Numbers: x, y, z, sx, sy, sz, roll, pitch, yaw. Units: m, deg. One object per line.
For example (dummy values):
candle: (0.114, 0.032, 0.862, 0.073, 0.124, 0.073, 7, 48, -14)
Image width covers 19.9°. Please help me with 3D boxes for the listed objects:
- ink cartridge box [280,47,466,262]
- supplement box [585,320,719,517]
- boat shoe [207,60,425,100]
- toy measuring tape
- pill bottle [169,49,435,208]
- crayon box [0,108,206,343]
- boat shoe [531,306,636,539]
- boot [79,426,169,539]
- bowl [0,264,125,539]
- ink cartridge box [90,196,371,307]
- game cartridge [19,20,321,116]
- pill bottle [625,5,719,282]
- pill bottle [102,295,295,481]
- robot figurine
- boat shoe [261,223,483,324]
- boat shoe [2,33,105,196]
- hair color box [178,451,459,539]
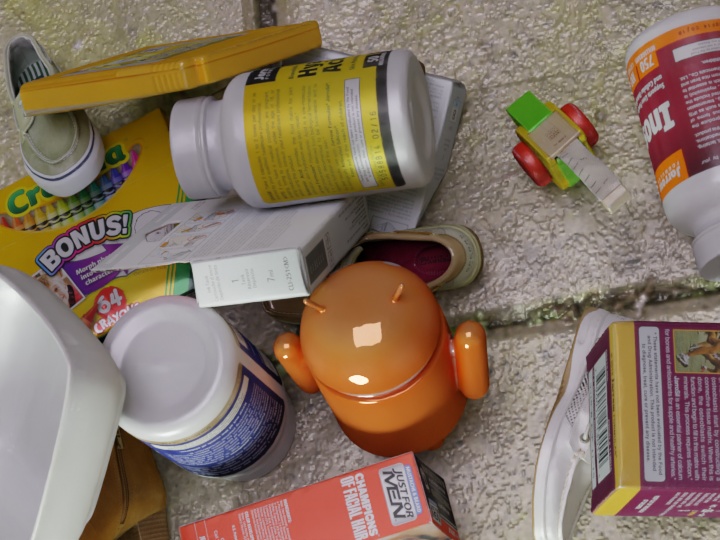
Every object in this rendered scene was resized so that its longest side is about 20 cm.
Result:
ink cartridge box: (-0.010, -0.083, 1.769, 0.159, 0.047, 0.202, 15, 94, 19)
supplement box: (0.277, 0.114, 1.550, 0.198, 0.103, 0.132, 3, 71, -5)
boat shoe: (-0.040, -0.129, 1.722, 0.198, 0.072, 0.073, -7, 83, 13)
toy measuring tape: (0.177, -0.085, 1.673, 0.073, 0.074, 0.200, -39, 37, 1)
pill bottle: (-0.046, -0.109, 1.640, 0.198, 0.111, 0.112, -8, 71, 13)
crayon box: (-0.226, -0.018, 1.790, 0.199, 0.058, 0.173, -26, 68, 6)
boat shoe: (0.186, 0.128, 1.620, 0.069, 0.071, 0.201, 12, 75, 19)
boot: (-0.242, 0.186, 1.667, 0.071, 0.200, 0.145, -29, 72, 39)
bowl: (-0.251, 0.109, 1.574, 0.200, 0.074, 0.201, 38, 119, 46)
ink cartridge box: (-0.099, -0.019, 1.640, 0.172, 0.200, 0.044, -7, 105, 17)
game cartridge: (-0.160, -0.173, 1.735, 0.199, 0.176, 0.033, -7, 102, 37)
pill bottle: (0.287, -0.100, 1.642, 0.112, 0.113, 0.201, -16, 68, 10)
pill bottle: (-0.124, 0.102, 1.647, 0.115, 0.200, 0.117, -5, 70, 15)
robot figurine: (0.021, 0.069, 1.613, 0.143, 0.200, 0.117, 34, 72, 32)
boat shoe: (0.000, 0.000, 1.703, 0.199, 0.066, 0.075, -16, 86, 19)
boat shoe: (-0.280, -0.137, 1.800, 0.072, 0.062, 0.200, -32, 40, -1)
hair color box: (-0.031, 0.212, 1.633, 0.199, 0.111, 0.064, -20, 69, 9)
